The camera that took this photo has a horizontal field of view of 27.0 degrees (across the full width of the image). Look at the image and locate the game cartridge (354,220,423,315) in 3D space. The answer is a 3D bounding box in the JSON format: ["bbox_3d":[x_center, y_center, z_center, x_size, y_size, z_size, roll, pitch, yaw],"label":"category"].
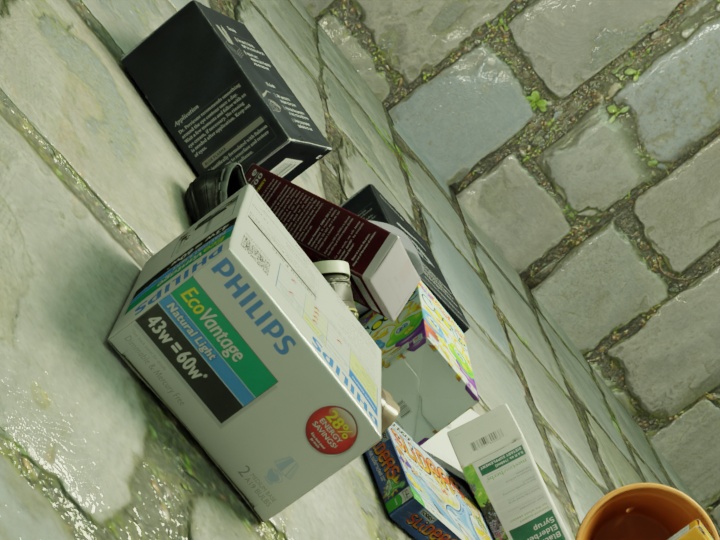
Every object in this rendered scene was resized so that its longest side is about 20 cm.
[{"bbox_3d":[0.000,0.000,1.767,0.041,0.133,0.200,56,12,21],"label":"game cartridge"}]

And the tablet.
[{"bbox_3d":[0.114,0.200,1.835,0.129,0.014,0.200,33,17,-12],"label":"tablet"}]

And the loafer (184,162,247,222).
[{"bbox_3d":[-0.127,-0.042,1.521,0.068,0.070,0.201,43,15,-40],"label":"loafer"}]

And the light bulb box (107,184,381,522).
[{"bbox_3d":[-0.085,0.061,1.225,0.199,0.124,0.200,51,11,-13],"label":"light bulb box"}]

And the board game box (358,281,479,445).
[{"bbox_3d":[0.064,0.106,1.782,0.105,0.103,0.200,50,11,-17],"label":"board game box"}]

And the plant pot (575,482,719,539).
[{"bbox_3d":[0.384,0.397,2.057,0.201,0.199,0.140,55,-6,10],"label":"plant pot"}]

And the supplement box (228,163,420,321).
[{"bbox_3d":[-0.040,-0.030,1.612,0.199,0.061,0.109,27,-16,25],"label":"supplement box"}]

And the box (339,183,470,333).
[{"bbox_3d":[0.040,0.009,1.988,0.148,0.104,0.201,44,13,-38],"label":"box"}]

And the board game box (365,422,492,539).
[{"bbox_3d":[0.077,0.247,1.575,0.200,0.034,0.136,45,13,-39],"label":"board game box"}]

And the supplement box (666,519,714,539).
[{"bbox_3d":[0.364,0.398,1.883,0.067,0.199,0.069,54,11,8],"label":"supplement box"}]

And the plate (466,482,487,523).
[{"bbox_3d":[0.186,0.299,1.885,0.200,0.032,0.200,48,12,-25],"label":"plate"}]

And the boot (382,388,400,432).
[{"bbox_3d":[-0.026,0.102,1.450,0.146,0.070,0.200,40,1,-2],"label":"boot"}]

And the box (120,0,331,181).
[{"bbox_3d":[-0.153,-0.193,1.765,0.201,0.117,0.197,55,11,7],"label":"box"}]

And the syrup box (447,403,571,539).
[{"bbox_3d":[0.176,0.262,1.709,0.082,0.078,0.201,-113,177,-64],"label":"syrup box"}]

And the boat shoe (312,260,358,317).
[{"bbox_3d":[-0.039,0.049,1.566,0.201,0.071,0.061,92,-10,-72],"label":"boat shoe"}]
